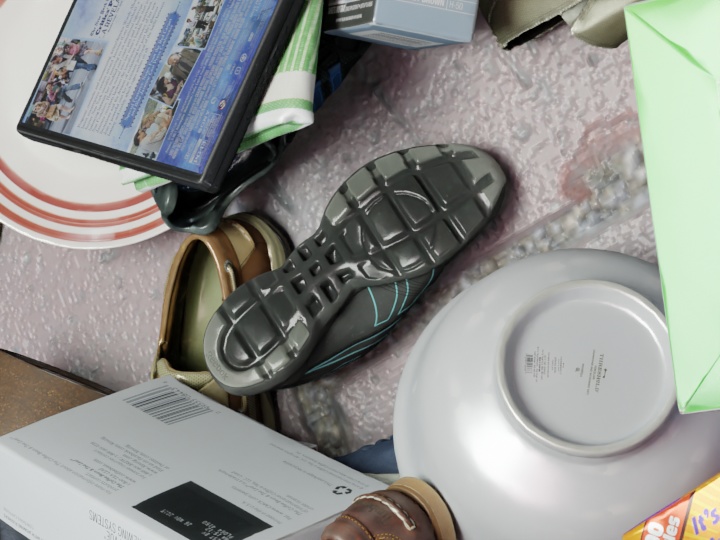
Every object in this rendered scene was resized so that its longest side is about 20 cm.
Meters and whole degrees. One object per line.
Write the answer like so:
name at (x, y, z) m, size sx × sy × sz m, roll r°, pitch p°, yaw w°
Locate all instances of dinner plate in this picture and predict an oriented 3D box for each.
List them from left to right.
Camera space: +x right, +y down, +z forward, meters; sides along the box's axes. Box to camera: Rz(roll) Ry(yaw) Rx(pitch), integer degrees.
dinner plate at (-0.159, -0.113, 1.717) m, size 0.199 × 0.024 × 0.202 m, roll 0°, pitch 88°, yaw 6°

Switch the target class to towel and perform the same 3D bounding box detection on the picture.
towel at (-0.069, -0.151, 1.618) m, size 0.152 × 0.023 × 0.201 m, roll -20°, pitch 53°, yaw 42°

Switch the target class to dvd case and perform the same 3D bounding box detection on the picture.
dvd case at (-0.110, -0.125, 1.615) m, size 0.199 × 0.017 × 0.143 m, roll 17°, pitch 82°, yaw 51°

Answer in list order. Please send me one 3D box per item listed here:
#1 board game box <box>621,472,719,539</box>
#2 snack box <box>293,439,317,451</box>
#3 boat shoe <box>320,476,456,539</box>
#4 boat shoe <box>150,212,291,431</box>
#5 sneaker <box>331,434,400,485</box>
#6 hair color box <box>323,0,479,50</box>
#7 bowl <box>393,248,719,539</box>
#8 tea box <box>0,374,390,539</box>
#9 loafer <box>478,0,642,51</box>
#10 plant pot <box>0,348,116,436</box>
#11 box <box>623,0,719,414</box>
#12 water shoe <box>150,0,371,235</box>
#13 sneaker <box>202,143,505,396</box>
board game box at (0.287, 0.157, 1.368) m, size 0.199 × 0.200 × 0.201 m, roll -36°, pitch 74°, yaw 29°
snack box at (-0.039, 0.196, 1.655) m, size 0.072 × 0.024 × 0.202 m, roll 7°, pitch 108°, yaw 58°
boat shoe at (0.018, 0.208, 1.493) m, size 0.070 × 0.070 × 0.201 m, roll 6°, pitch 116°, yaw 43°
boat shoe at (-0.094, 0.065, 1.688) m, size 0.075 × 0.074 × 0.202 m, roll 9°, pitch 97°, yaw 33°
sneaker at (0.063, 0.090, 1.597) m, size 0.199 × 0.075 × 0.085 m, roll -8°, pitch 69°, yaw 37°
hair color box at (0.034, -0.224, 1.555) m, size 0.099 × 0.060 × 0.202 m, roll -174°, pitch 94°, yaw -73°
bowl at (0.116, 0.066, 1.479) m, size 0.199 × 0.091 × 0.202 m, roll 0°, pitch 64°, yaw 0°
tea box at (-0.090, 0.193, 1.578) m, size 0.199 × 0.133 × 0.198 m, roll 24°, pitch 123°, yaw 43°
loafer at (0.143, -0.155, 1.530) m, size 0.199 × 0.075 × 0.070 m, roll -4°, pitch 95°, yaw 43°
plant pot at (-0.211, 0.156, 1.726) m, size 0.186 × 0.187 × 0.201 m, roll 21°, pitch 88°, yaw 30°
box at (0.223, -0.039, 1.415) m, size 0.096 × 0.176 × 0.202 m, roll -9°, pitch 88°, yaw 32°
water shoe at (-0.045, -0.100, 1.633) m, size 0.200 × 0.071 × 0.079 m, roll -50°, pitch 29°, yaw 23°
sneaker at (0.000, 0.000, 1.630) m, size 0.199 × 0.079 × 0.076 m, roll -36°, pitch 67°, yaw 8°
